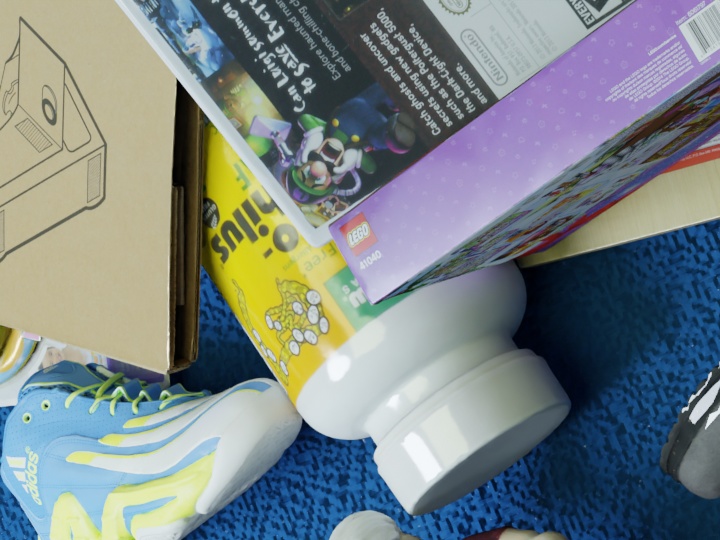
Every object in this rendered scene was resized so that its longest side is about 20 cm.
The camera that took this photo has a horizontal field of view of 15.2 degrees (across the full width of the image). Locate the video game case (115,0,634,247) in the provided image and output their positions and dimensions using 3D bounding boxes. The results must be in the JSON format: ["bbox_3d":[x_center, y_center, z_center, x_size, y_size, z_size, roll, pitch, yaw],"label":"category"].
[{"bbox_3d":[-0.006,-0.132,1.032,0.182,0.023,0.200,-33,106,21],"label":"video game case"}]

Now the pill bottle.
[{"bbox_3d":[0.000,0.000,1.149,0.113,0.113,0.200,-42,73,28],"label":"pill bottle"}]

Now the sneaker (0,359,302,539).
[{"bbox_3d":[-0.109,0.078,1.220,0.105,0.076,0.200,52,134,4],"label":"sneaker"}]

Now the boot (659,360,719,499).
[{"bbox_3d":[0.214,0.055,1.025,0.132,0.070,0.200,50,122,14],"label":"boot"}]

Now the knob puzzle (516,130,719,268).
[{"bbox_3d":[0.120,-0.117,1.108,0.219,0.030,0.220,5,97,37],"label":"knob puzzle"}]

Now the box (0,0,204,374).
[{"bbox_3d":[-0.146,-0.055,1.173,0.200,0.021,0.164,14,108,40],"label":"box"}]

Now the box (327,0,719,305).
[{"bbox_3d":[0.099,-0.060,1.025,0.200,0.137,0.039,-35,79,33],"label":"box"}]

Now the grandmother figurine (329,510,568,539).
[{"bbox_3d":[0.064,0.153,1.089,0.200,0.061,0.122,24,111,33],"label":"grandmother figurine"}]

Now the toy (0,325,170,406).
[{"bbox_3d":[-0.185,0.010,1.305,0.200,0.047,0.115,-7,89,32],"label":"toy"}]
